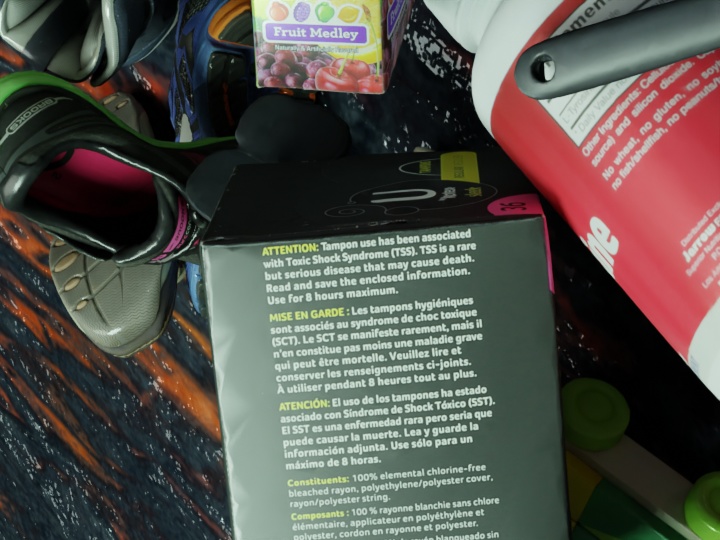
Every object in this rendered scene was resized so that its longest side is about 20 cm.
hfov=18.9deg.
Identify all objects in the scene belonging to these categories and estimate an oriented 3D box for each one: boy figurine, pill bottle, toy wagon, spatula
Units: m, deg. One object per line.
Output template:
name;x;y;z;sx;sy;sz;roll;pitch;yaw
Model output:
boy figurine;0.000;0.000;0.991;0.064;0.124;0.200;30;167;35
pill bottle;0.112;-0.056;0.764;0.200;0.112;0.112;51;148;23
toy wagon;0.090;0.114;0.963;0.200;0.040;0.155;36;141;15
spatula;0.141;-0.087;0.684;0.199;0.021;0.057;-13;82;20

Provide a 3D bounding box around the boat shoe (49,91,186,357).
boat shoe;-0.120;-0.019;1.163;0.073;0.074;0.200;56;-166;-36

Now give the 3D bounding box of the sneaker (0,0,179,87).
sneaker;-0.133;-0.131;1.054;0.077;0.146;0.202;27;146;-1

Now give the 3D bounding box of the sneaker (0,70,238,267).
sneaker;-0.090;-0.026;0.995;0.077;0.199;0.084;-59;33;28

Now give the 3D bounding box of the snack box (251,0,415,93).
snack box;0.000;-0.175;0.788;0.053;0.200;0.143;2;124;9

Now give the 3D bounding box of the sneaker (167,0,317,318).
sneaker;-0.061;-0.062;1.091;0.078;0.075;0.201;-127;35;-46

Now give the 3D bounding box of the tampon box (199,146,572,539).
tampon box;0.015;0.064;0.836;0.150;0.126;0.201;-85;-9;-76
